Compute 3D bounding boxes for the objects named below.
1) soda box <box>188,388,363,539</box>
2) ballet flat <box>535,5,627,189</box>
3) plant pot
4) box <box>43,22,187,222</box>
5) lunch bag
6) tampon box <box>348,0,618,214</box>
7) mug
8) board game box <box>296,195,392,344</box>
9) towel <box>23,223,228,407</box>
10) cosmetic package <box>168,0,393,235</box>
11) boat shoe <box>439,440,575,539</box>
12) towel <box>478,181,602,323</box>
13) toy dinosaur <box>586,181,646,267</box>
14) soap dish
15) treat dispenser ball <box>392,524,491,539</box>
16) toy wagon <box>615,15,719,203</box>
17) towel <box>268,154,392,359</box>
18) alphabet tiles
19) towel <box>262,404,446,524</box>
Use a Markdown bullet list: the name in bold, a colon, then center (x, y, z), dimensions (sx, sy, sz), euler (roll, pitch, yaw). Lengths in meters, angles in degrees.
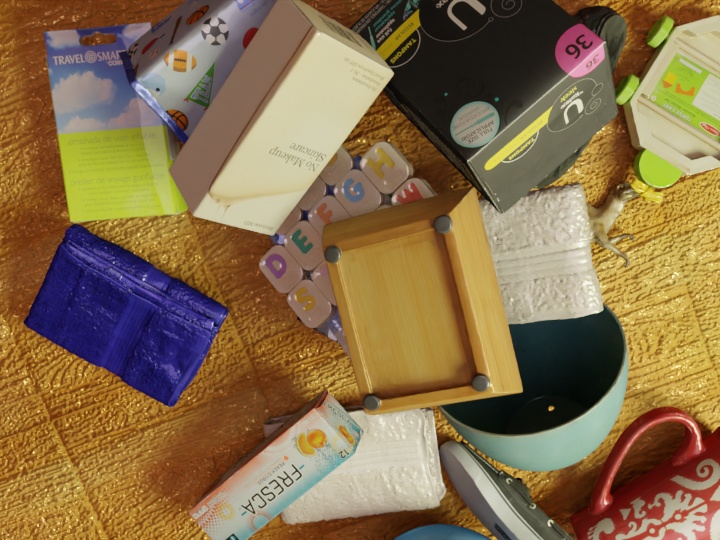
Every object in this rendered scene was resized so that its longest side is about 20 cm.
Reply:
- **soda box**: center (-0.092, 0.222, 0.817), dimensions (0.200, 0.064, 0.068), euler (-41, 92, 15)
- **ballet flat**: center (0.223, -0.182, 0.790), dimensions (0.066, 0.057, 0.200), euler (14, 106, -29)
- **plant pot**: center (0.186, 0.131, 0.777), dimensions (0.200, 0.200, 0.135), euler (-24, 126, 5)
- **box**: center (-0.263, -0.157, 0.797), dimensions (0.122, 0.048, 0.200), euler (-4, 99, 2)
- **lunch bag**: center (-0.112, -0.182, 0.749), dimensions (0.170, 0.124, 0.200), euler (-37, 128, 5)
- **tampon box**: center (0.114, -0.186, 0.699), dimensions (0.150, 0.126, 0.200), euler (-42, 61, 6)
- **mug**: center (0.339, 0.262, 0.826), dimensions (0.200, 0.133, 0.178), euler (-32, 63, 10)
- **board game box**: center (0.023, -0.005, 0.828), dimensions (0.105, 0.023, 0.200), euler (31, 99, -1)
- **towel**: center (-0.265, 0.056, 0.820), dimensions (0.200, 0.050, 0.148), euler (30, 109, -3)
- **cosmetic package**: center (-0.075, -0.135, 0.673), dimensions (0.200, 0.104, 0.073), euler (-52, 52, 23)
- **boat shoe**: center (0.168, 0.264, 0.820), dimensions (0.057, 0.069, 0.200), euler (-29, 58, -23)
- **towel**: center (0.136, -0.011, 0.755), dimensions (0.200, 0.034, 0.133), euler (-8, 99, 25)
- **toy dinosaur**: center (0.227, -0.031, 0.812), dimensions (0.200, 0.058, 0.101), euler (-22, 83, -3)
- **soap dish**: center (0.053, 0.037, 0.697), dimensions (0.157, 0.081, 0.200), euler (-13, 94, 21)
- **treat dispenser ball**: center (0.091, 0.381, 0.798), dimensions (0.201, 0.201, 0.201), euler (0, 99, 1)
- **toy wagon**: center (0.344, -0.165, 0.779), dimensions (0.155, 0.040, 0.200), euler (30, 95, -3)
- **towel**: center (0.000, 0.000, 0.783), dimensions (0.147, 0.024, 0.200), euler (-35, 84, 26)
- **alphabet tiles**: center (-0.013, -0.033, 0.761), dimensions (0.200, 0.015, 0.196), euler (-43, 80, 21)
- **towel**: center (-0.006, 0.224, 0.860), dimensions (0.200, 0.034, 0.133), euler (-9, 98, 3)
